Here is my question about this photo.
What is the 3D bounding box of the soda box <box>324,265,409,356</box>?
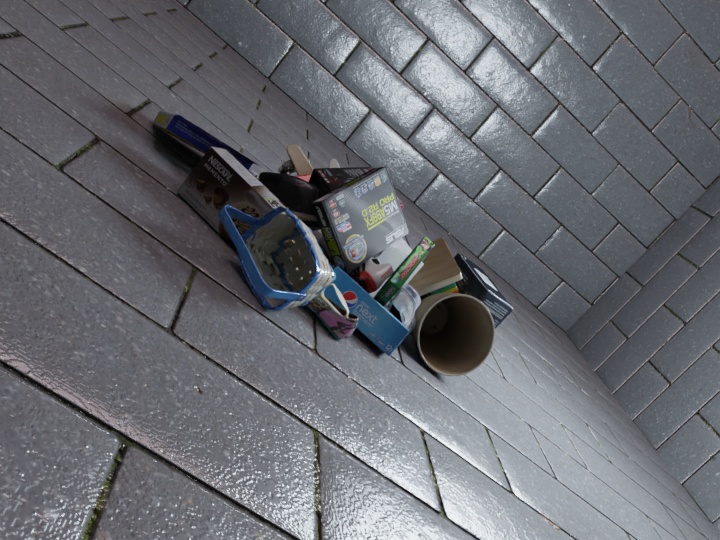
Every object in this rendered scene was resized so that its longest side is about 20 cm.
[{"bbox_3d":[0.004,0.081,1.366,0.200,0.068,0.064,42,0,-3],"label":"soda box"}]

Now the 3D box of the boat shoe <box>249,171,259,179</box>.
[{"bbox_3d":[-0.243,-0.170,1.357,0.199,0.074,0.074,31,6,28],"label":"boat shoe"}]

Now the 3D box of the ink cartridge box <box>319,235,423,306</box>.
[{"bbox_3d":[0.023,-0.045,1.653,0.145,0.147,0.201,27,20,-44],"label":"ink cartridge box"}]

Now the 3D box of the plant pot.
[{"bbox_3d":[0.196,0.131,1.597,0.187,0.188,0.200,38,0,-15],"label":"plant pot"}]

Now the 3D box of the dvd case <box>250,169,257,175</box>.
[{"bbox_3d":[-0.253,-0.209,1.652,0.199,0.016,0.149,37,15,-19],"label":"dvd case"}]

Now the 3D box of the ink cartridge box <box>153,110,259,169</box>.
[{"bbox_3d":[-0.333,-0.272,1.434,0.196,0.047,0.200,30,3,-31],"label":"ink cartridge box"}]

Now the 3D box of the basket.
[{"bbox_3d":[-0.142,-0.018,1.125,0.178,0.138,0.200,60,15,25],"label":"basket"}]

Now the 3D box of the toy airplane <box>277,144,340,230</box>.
[{"bbox_3d":[-0.126,-0.197,1.651,0.197,0.141,0.202,28,51,-15],"label":"toy airplane"}]

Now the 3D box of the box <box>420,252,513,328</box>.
[{"bbox_3d":[0.272,0.097,1.796,0.117,0.200,0.197,32,17,-31],"label":"box"}]

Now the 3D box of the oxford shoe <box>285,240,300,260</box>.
[{"bbox_3d":[-0.160,-0.054,1.374,0.074,0.071,0.200,18,14,-14],"label":"oxford shoe"}]

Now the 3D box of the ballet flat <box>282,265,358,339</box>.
[{"bbox_3d":[-0.082,0.043,1.262,0.200,0.071,0.069,43,15,2],"label":"ballet flat"}]

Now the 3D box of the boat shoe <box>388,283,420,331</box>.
[{"bbox_3d":[0.078,0.108,1.470,0.075,0.086,0.203,47,-20,14],"label":"boat shoe"}]

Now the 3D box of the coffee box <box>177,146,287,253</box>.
[{"bbox_3d":[-0.231,-0.124,1.261,0.200,0.113,0.080,44,14,7],"label":"coffee box"}]

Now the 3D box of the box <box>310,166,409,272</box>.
[{"bbox_3d":[0.003,-0.112,1.434,0.044,0.199,0.162,0,-64,51],"label":"box"}]

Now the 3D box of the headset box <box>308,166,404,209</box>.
[{"bbox_3d":[-0.007,-0.166,1.553,0.198,0.078,0.149,-9,49,-38],"label":"headset box"}]

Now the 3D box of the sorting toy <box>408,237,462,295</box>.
[{"bbox_3d":[0.159,0.021,1.767,0.200,0.197,0.070,-105,171,-59],"label":"sorting toy"}]

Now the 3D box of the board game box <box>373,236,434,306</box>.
[{"bbox_3d":[0.077,0.020,1.425,0.029,0.135,0.200,40,-27,2],"label":"board game box"}]

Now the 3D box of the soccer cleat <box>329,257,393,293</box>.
[{"bbox_3d":[0.000,0.000,1.479,0.199,0.085,0.069,18,-42,61],"label":"soccer cleat"}]

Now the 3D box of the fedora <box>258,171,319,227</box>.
[{"bbox_3d":[-0.162,-0.161,1.454,0.198,0.093,0.201,15,8,-2],"label":"fedora"}]
